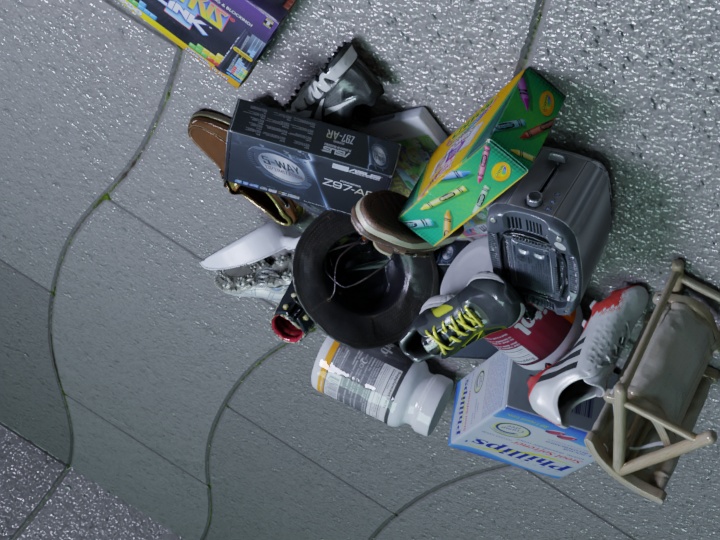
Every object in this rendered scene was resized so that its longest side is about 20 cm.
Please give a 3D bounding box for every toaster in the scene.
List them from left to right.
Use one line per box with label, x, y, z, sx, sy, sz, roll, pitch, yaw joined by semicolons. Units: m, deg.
toaster;0.218;-0.044;1.494;0.113;0.129;0.200;18;148;26

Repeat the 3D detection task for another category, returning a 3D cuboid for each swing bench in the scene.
swing bench;0.363;0.133;1.554;0.129;0.199;0.200;28;151;8

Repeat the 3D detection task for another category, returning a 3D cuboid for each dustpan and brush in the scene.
dustpan and brush;-0.118;-0.040;1.829;0.200;0.139;0.057;-24;97;51

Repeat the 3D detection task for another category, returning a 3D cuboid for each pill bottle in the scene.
pill bottle;0.034;0.169;2.021;0.199;0.117;0.117;24;150;13
pill bottle;0.205;0.053;1.665;0.200;0.113;0.113;36;152;-26

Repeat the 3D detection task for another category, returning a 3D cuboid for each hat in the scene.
hat;0.000;0.000;1.733;0.200;0.201;0.081;41;-179;-16

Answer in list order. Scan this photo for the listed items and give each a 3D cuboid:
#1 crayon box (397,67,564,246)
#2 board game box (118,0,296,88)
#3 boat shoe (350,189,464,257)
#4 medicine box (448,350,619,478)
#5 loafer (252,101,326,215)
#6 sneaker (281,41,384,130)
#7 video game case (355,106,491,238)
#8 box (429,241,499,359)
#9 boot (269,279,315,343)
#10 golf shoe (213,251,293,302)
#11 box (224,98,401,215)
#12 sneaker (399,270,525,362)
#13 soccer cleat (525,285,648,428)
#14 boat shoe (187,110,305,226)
crayon box;0.130;-0.122;1.452;0.058;0.119;0.200;37;145;-10
board game box;-0.187;-0.323;1.540;0.200;0.057;0.165;36;152;-6
boat shoe;0.045;-0.043;1.564;0.075;0.202;0.075;-38;66;28
medicine box;0.244;0.196;1.817;0.181;0.103;0.200;18;153;-12
loafer;-0.081;-0.140;1.704;0.200;0.068;0.070;43;158;-11
sneaker;-0.036;-0.193;1.580;0.090;0.067;0.200;41;148;-10
video game case;0.069;-0.113;1.648;0.182;0.022;0.200;-5;134;49
box;0.123;0.042;1.811;0.160;0.044;0.200;1;138;43
boot;-0.051;0.007;1.812;0.073;0.154;0.204;32;151;-2
golf shoe;-0.138;0.025;2.016;0.199;0.079;0.097;4;146;43
box;-0.061;-0.130;1.591;0.199;0.044;0.160;16;161;-3
sneaker;0.117;0.065;1.541;0.075;0.085;0.200;47;149;-6
soccer cleat;0.287;0.105;1.601;0.069;0.200;0.085;40;-174;-41
boat shoe;-0.156;-0.138;1.782;0.200;0.068;0.072;34;151;-2
